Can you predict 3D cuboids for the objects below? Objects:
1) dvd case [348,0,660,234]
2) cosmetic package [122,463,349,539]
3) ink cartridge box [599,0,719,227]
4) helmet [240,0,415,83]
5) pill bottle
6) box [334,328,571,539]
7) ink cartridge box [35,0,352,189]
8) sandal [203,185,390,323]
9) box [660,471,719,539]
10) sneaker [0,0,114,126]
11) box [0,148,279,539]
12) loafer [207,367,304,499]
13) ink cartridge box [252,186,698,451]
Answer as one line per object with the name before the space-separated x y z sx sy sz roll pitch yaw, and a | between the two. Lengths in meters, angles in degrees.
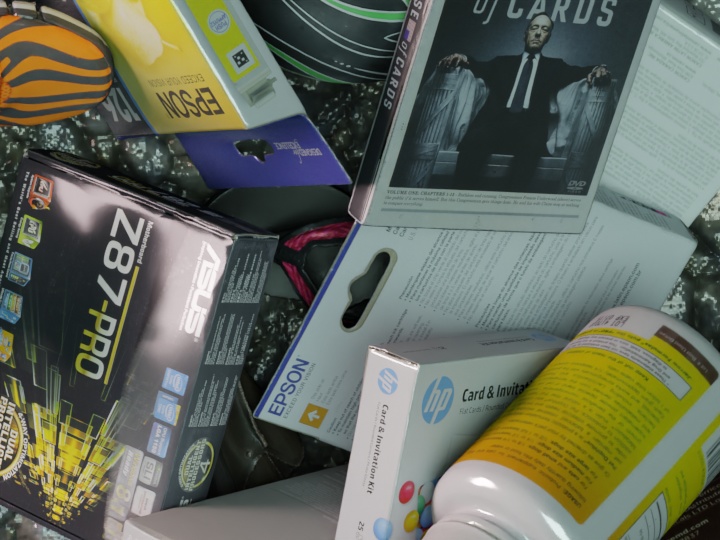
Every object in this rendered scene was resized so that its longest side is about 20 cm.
dvd case | 0.085 -0.114 1.580 0.150 0.025 0.200 2 117 -33
cosmetic package | -0.044 0.182 1.649 0.200 0.090 0.107 -6 113 -48
ink cartridge box | 0.129 -0.078 1.730 0.160 0.047 0.200 33 112 -13
helmet | -0.011 -0.195 1.612 0.191 0.200 0.200 32 96 4
pill bottle | 0.113 0.116 1.592 0.200 0.109 0.109 -43 107 -32
box | 0.048 0.136 1.643 0.156 0.041 0.200 -4 107 -51
ink cartridge box | -0.108 -0.120 1.600 0.047 0.198 0.200 -34 104 -21
sandal | 0.000 0.000 1.715 0.200 0.045 0.075 21 105 -10
box | 0.236 0.184 1.707 0.166 0.164 0.200 -28 116 -3
sneaker | -0.228 -0.088 1.561 0.200 0.112 0.078 1 123 -8
box | -0.143 0.050 1.661 0.161 0.049 0.200 22 101 31
loafer | -0.074 0.097 1.723 0.071 0.073 0.200 -23 113 -25
ink cartridge box | 0.063 0.027 1.702 0.200 0.043 0.197 21 109 -21
